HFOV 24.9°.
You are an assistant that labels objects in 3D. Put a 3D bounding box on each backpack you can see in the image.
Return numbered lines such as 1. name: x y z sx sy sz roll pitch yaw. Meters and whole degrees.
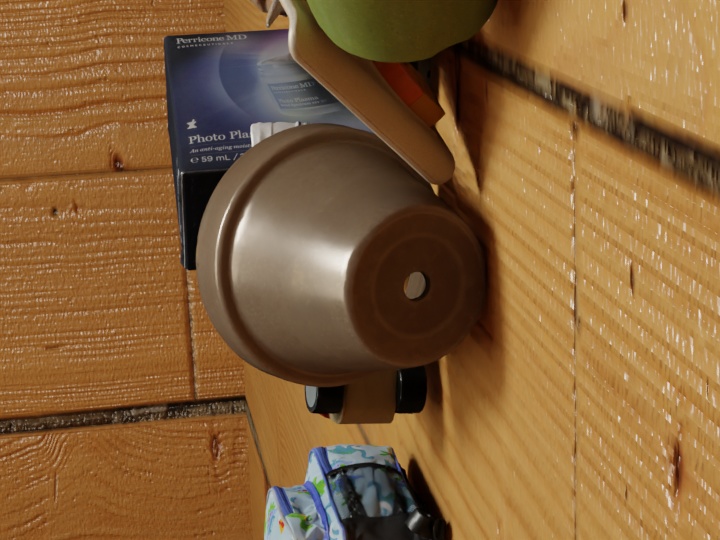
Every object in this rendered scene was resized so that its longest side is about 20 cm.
1. backpack: -0.012 0.251 1.442 0.200 0.146 0.184 -109 19 -68

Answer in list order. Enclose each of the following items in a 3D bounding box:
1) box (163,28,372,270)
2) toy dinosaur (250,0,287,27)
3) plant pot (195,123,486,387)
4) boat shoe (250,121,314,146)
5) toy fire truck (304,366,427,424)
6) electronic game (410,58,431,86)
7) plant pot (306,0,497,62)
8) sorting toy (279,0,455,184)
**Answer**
1. box: -0.073 -0.117 1.477 0.199 0.199 0.124 -104 12 -45
2. toy dinosaur: -0.098 -0.288 1.533 0.136 0.086 0.201 110 141 -55
3. plant pot: 0.000 0.000 1.186 0.174 0.199 0.201 21 116 62
4. boat shoe: -0.077 -0.042 1.369 0.074 0.065 0.201 -89 8 -56
5. toy fire truck: 0.000 0.034 1.413 0.200 0.128 0.177 -169 80 -73
6. electronic game: 0.023 -0.196 1.335 0.200 0.041 0.201 176 90 -82
7. plant pot: 0.018 -0.230 0.971 0.190 0.199 0.201 76 -178 -52
8. sorting toy: -0.009 -0.173 1.152 0.185 0.036 0.200 39 -159 -41
